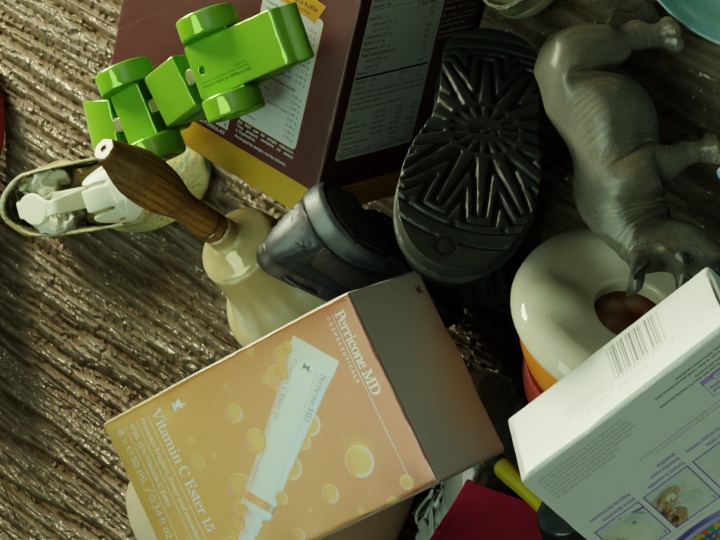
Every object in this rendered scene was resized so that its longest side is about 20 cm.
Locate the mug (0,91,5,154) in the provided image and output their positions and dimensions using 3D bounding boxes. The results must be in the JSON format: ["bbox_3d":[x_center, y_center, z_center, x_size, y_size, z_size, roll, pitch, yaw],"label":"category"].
[{"bbox_3d":[-0.376,-0.083,1.669,0.177,0.133,0.200,-10,100,44],"label":"mug"}]

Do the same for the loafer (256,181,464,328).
[{"bbox_3d":[0.000,0.000,1.324,0.063,0.200,0.072,-33,61,14],"label":"loafer"}]

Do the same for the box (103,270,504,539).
[{"bbox_3d":[-0.036,0.102,1.263,0.200,0.097,0.125,-29,84,28],"label":"box"}]

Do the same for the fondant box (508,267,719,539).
[{"bbox_3d":[0.200,0.113,1.144,0.144,0.058,0.200,-39,117,17],"label":"fondant box"}]

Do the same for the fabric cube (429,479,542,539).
[{"bbox_3d":[0.110,0.281,1.267,0.199,0.200,0.197,18,119,14],"label":"fabric cube"}]

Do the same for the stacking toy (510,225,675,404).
[{"bbox_3d":[0.147,0.084,1.284,0.146,0.146,0.200,40,140,25],"label":"stacking toy"}]

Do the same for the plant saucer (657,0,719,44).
[{"bbox_3d":[0.232,-0.224,1.169,0.200,0.027,0.201,14,112,38],"label":"plant saucer"}]

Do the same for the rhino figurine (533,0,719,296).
[{"bbox_3d":[0.163,-0.062,1.210,0.060,0.087,0.200,100,154,-75],"label":"rhino figurine"}]

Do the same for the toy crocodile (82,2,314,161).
[{"bbox_3d":[-0.104,-0.116,1.296,0.200,0.062,0.068,-25,86,38],"label":"toy crocodile"}]

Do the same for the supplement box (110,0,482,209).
[{"bbox_3d":[-0.040,-0.175,1.346,0.197,0.133,0.200,31,121,31],"label":"supplement box"}]

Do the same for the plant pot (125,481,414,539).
[{"bbox_3d":[-0.031,0.123,1.413,0.187,0.187,0.200,44,113,22],"label":"plant pot"}]

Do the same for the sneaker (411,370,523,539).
[{"bbox_3d":[0.065,0.161,1.393,0.082,0.075,0.201,15,113,35],"label":"sneaker"}]

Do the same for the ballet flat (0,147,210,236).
[{"bbox_3d":[-0.199,-0.057,1.565,0.200,0.071,0.071,-6,98,41],"label":"ballet flat"}]

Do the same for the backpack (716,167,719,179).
[{"bbox_3d":[0.277,-0.003,1.110,0.153,0.163,0.201,-8,92,26],"label":"backpack"}]

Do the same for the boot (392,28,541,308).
[{"bbox_3d":[0.063,-0.027,1.250,0.079,0.211,0.158,15,134,5],"label":"boot"}]

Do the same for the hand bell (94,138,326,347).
[{"bbox_3d":[-0.100,-0.032,1.317,0.104,0.200,0.104,-19,54,28],"label":"hand bell"}]

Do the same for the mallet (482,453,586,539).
[{"bbox_3d":[0.089,0.119,1.267,0.200,0.041,0.066,45,165,42],"label":"mallet"}]

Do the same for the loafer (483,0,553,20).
[{"bbox_3d":[0.102,-0.237,1.231,0.076,0.067,0.200,56,141,38],"label":"loafer"}]
